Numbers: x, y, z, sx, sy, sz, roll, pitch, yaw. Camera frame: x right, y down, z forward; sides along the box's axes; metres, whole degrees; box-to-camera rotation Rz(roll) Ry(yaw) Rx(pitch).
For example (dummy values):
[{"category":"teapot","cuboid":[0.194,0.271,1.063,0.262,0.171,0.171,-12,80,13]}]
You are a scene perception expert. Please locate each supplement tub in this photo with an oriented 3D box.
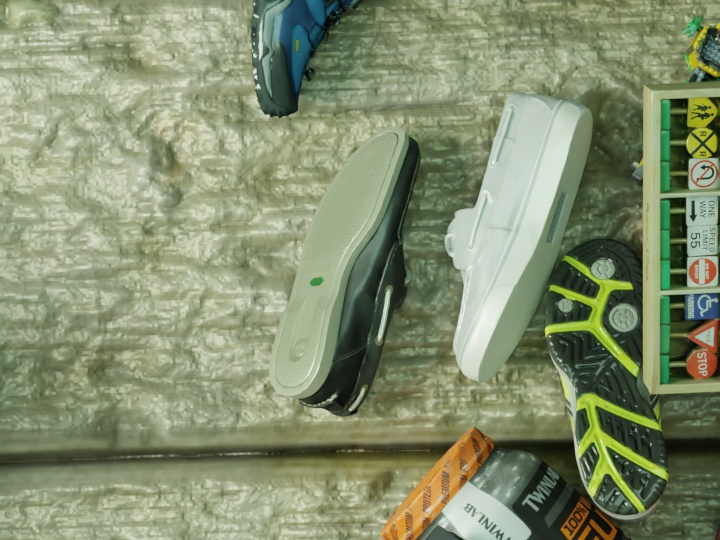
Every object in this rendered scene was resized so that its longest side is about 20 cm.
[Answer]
[{"category":"supplement tub","cuboid":[0.117,0.203,1.394,0.200,0.123,0.123,42,86,1]}]

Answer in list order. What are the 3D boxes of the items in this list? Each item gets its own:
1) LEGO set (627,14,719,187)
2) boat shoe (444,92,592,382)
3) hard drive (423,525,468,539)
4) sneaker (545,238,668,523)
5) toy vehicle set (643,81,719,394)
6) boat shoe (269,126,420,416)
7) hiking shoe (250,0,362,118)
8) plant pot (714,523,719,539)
[{"category":"LEGO set","cuboid":[0.278,-0.080,1.419,0.200,0.116,0.154,40,86,2]},{"category":"boat shoe","cuboid":[0.095,-0.026,1.442,0.068,0.072,0.200,19,92,22]},{"category":"hard drive","cuboid":[0.077,0.266,1.355,0.140,0.200,0.038,28,44,15]},{"category":"sneaker","cuboid":[0.164,0.076,1.434,0.075,0.076,0.200,-3,67,5]},{"category":"toy vehicle set","cuboid":[0.244,-0.022,1.357,0.124,0.027,0.200,-4,105,-4]},{"category":"boat shoe","cuboid":[0.000,0.000,1.446,0.068,0.072,0.200,26,77,-35]},{"category":"hiking shoe","cuboid":[-0.024,-0.199,1.445,0.087,0.074,0.200,11,86,1]},{"category":"plant pot","cuboid":[0.313,0.197,1.361,0.200,0.195,0.201,0,86,-1]}]
